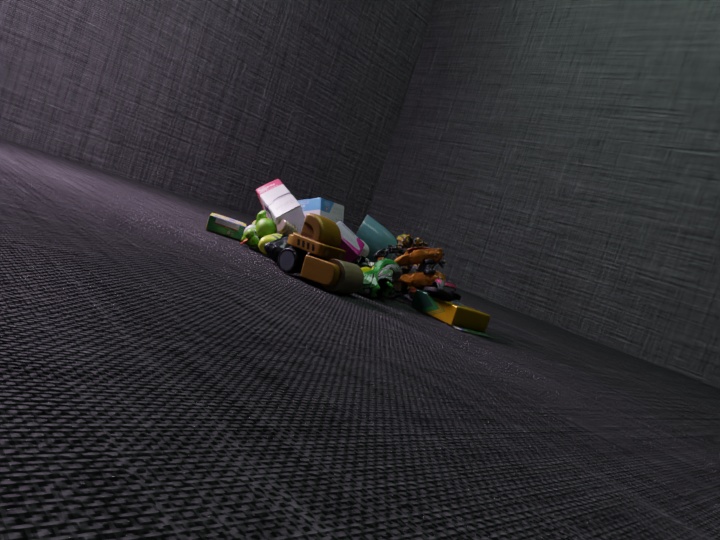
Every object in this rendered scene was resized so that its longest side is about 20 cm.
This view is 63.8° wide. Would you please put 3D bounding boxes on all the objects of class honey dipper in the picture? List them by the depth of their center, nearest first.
[{"bbox_3d":[-0.150,-0.086,1.639,0.199,0.038,0.038,29,-4,-40],"label":"honey dipper"}]

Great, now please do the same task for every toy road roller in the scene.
[{"bbox_3d":[-0.080,-0.042,1.312,0.198,0.148,0.122,21,5,32],"label":"toy road roller"}]

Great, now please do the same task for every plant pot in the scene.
[{"bbox_3d":[0.042,-0.070,2.056,0.160,0.202,0.201,30,4,-1],"label":"plant pot"}]

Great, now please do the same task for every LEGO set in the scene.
[{"bbox_3d":[0.143,0.000,1.645,0.153,0.201,0.116,39,-5,-23],"label":"LEGO set"}]

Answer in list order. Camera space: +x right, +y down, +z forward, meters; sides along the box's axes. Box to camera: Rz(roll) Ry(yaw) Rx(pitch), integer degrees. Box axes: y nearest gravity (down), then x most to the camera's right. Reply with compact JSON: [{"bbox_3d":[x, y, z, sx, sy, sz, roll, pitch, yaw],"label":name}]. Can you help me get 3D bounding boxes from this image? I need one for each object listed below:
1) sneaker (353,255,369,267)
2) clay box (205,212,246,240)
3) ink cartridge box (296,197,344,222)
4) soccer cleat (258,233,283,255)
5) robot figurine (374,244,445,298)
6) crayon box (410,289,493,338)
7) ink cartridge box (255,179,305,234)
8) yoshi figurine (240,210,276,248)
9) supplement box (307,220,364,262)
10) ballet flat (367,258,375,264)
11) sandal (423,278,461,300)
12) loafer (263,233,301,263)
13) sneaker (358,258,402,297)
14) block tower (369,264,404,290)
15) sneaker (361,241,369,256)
[{"bbox_3d":[0.000,0.000,1.593,0.076,0.083,0.200,18,4,-13],"label":"sneaker"},{"bbox_3d":[-0.413,-0.138,1.787,0.113,0.048,0.200,18,5,-14],"label":"clay box"},{"bbox_3d":[-0.143,-0.120,1.892,0.124,0.203,0.128,0,-8,35],"label":"ink cartridge box"},{"bbox_3d":[-0.181,-0.051,1.574,0.198,0.066,0.083,17,7,-36],"label":"soccer cleat"},{"bbox_3d":[0.129,0.000,1.579,0.197,0.147,0.058,-5,-8,3],"label":"robot figurine"},{"bbox_3d":[0.239,0.108,1.477,0.125,0.052,0.199,16,5,-35],"label":"crayon box"},{"bbox_3d":[-0.223,-0.157,1.706,0.200,0.084,0.146,50,-18,49],"label":"ink cartridge box"},{"bbox_3d":[-0.275,-0.110,1.655,0.111,0.113,0.200,25,6,-5],"label":"yoshi figurine"},{"bbox_3d":[-0.062,-0.055,1.540,0.101,0.103,0.200,44,9,-3],"label":"supplement box"},{"bbox_3d":[0.019,-0.002,1.840,0.074,0.075,0.199,15,6,-41],"label":"ballet flat"},{"bbox_3d":[0.218,0.047,1.505,0.074,0.046,0.200,20,4,23],"label":"sandal"},{"bbox_3d":[-0.175,-0.068,1.496,0.070,0.069,0.200,37,26,12],"label":"loafer"},{"bbox_3d":[0.053,0.030,1.462,0.085,0.079,0.199,32,28,22],"label":"sneaker"},{"bbox_3d":[0.045,0.015,1.728,0.197,0.055,0.058,14,5,-9],"label":"block tower"},{"bbox_3d":[-0.058,-0.065,1.797,0.198,0.075,0.089,20,41,-28],"label":"sneaker"}]
